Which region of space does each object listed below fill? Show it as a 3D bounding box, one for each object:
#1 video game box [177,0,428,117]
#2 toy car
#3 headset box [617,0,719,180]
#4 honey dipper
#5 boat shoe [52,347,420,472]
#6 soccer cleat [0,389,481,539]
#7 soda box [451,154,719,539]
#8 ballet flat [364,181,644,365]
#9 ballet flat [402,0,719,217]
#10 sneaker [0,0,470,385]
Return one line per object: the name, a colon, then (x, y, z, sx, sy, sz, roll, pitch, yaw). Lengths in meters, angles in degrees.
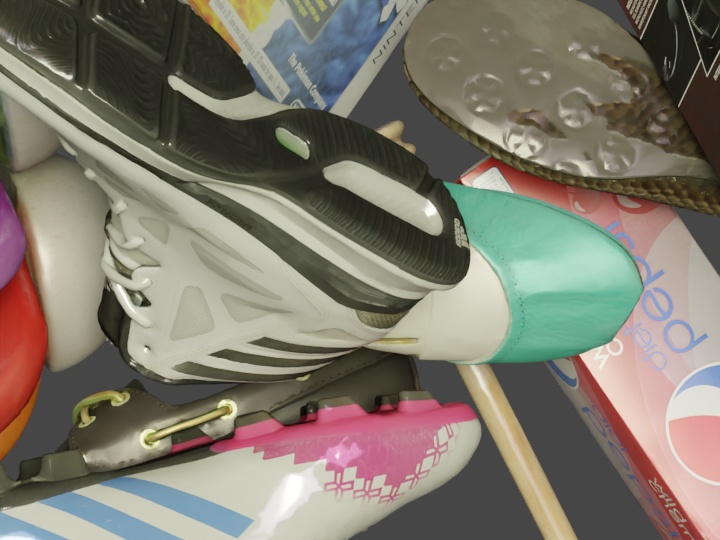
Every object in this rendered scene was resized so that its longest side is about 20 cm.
video game box: (-0.004, -0.149, 0.866, 0.047, 0.200, 0.183, 30, 83, 19)
toy car: (-0.165, -0.009, 0.839, 0.174, 0.150, 0.201, -14, 126, -11)
headset box: (0.156, -0.143, 0.872, 0.148, 0.077, 0.201, -16, 66, -20)
honey dipper: (0.043, 0.040, 0.938, 0.038, 0.038, 0.201, -27, 94, -7)
boat shoe: (-0.072, 0.069, 0.910, 0.200, 0.072, 0.061, -15, 83, -13)
soccer cleat: (-0.050, 0.095, 0.839, 0.199, 0.070, 0.087, -11, 88, -16)
soda box: (0.111, 0.035, 0.927, 0.063, 0.070, 0.200, -33, 88, -9)
ballet flat: (0.000, 0.000, 0.882, 0.199, 0.070, 0.068, 16, 121, 25)
ballet flat: (0.110, -0.051, 0.885, 0.199, 0.046, 0.068, 14, 77, -4)
sneaker: (-0.073, -0.020, 0.792, 0.200, 0.076, 0.115, 32, 126, -25)
